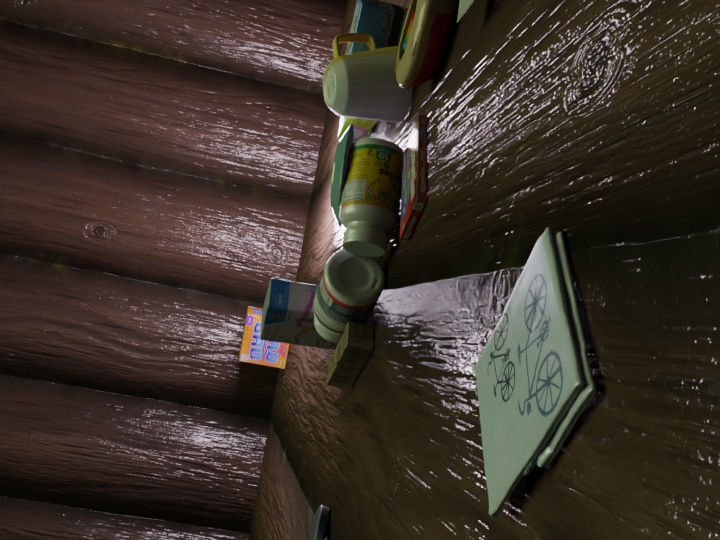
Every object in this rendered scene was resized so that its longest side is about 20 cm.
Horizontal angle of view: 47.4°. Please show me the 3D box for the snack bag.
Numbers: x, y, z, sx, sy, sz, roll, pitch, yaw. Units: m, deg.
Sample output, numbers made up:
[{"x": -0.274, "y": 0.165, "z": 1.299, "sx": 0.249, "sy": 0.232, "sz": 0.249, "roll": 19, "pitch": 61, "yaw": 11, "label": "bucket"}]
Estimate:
[{"x": 0.146, "y": 0.095, "z": 0.726, "sx": 0.190, "sy": 0.021, "sz": 0.202, "roll": -88, "pitch": 13, "yaw": -49, "label": "snack bag"}]

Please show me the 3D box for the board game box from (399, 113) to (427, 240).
[{"x": 0.092, "y": -0.162, "z": 1.407, "sx": 0.103, "sy": 0.019, "sz": 0.202, "roll": 113, "pitch": 165, "yaw": -51, "label": "board game box"}]

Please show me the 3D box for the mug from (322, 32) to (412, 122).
[{"x": 0.001, "y": -0.380, "z": 1.660, "sx": 0.187, "sy": 0.151, "sz": 0.151, "roll": -124, "pitch": 33, "yaw": -51, "label": "mug"}]

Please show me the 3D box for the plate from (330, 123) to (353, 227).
[{"x": -0.038, "y": -0.187, "z": 1.611, "sx": 0.200, "sy": 0.025, "sz": 0.204, "roll": 8, "pitch": -90, "yaw": -88, "label": "plate"}]

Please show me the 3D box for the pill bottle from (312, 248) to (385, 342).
[{"x": -0.030, "y": 0.056, "z": 1.604, "sx": 0.201, "sy": 0.118, "sz": 0.121, "roll": 114, "pitch": 164, "yaw": -57, "label": "pill bottle"}]

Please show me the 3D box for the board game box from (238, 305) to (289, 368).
[{"x": -0.402, "y": 0.282, "z": 3.484, "sx": 0.200, "sy": 0.197, "sz": 0.203, "roll": -134, "pitch": 55, "yaw": -80, "label": "board game box"}]

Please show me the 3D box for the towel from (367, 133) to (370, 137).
[{"x": 0.004, "y": -0.384, "z": 2.222, "sx": 0.200, "sy": 0.030, "sz": 0.152, "roll": 151, "pitch": 130, "yaw": -79, "label": "towel"}]

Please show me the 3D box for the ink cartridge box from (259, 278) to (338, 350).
[{"x": -0.127, "y": 0.105, "z": 1.923, "sx": 0.145, "sy": 0.197, "sz": 0.086, "roll": 111, "pitch": 163, "yaw": -51, "label": "ink cartridge box"}]

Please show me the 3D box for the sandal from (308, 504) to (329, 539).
[{"x": -0.081, "y": 0.551, "z": 1.611, "sx": 0.201, "sy": 0.042, "sz": 0.077, "roll": -75, "pitch": 9, "yaw": -51, "label": "sandal"}]

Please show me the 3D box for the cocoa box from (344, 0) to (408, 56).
[{"x": 0.036, "y": -0.479, "z": 1.793, "sx": 0.134, "sy": 0.129, "sz": 0.203, "roll": -99, "pitch": 21, "yaw": -66, "label": "cocoa box"}]

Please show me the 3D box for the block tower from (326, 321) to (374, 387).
[{"x": -0.020, "y": 0.167, "z": 1.615, "sx": 0.201, "sy": 0.053, "sz": 0.059, "roll": 116, "pitch": 162, "yaw": -58, "label": "block tower"}]

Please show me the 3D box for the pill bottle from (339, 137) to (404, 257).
[{"x": 0.020, "y": -0.134, "z": 1.533, "sx": 0.113, "sy": 0.111, "sz": 0.203, "roll": 125, "pitch": 155, "yaw": -70, "label": "pill bottle"}]

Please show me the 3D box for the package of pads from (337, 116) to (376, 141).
[{"x": 0.008, "y": -0.419, "z": 2.027, "sx": 0.200, "sy": 0.067, "sz": 0.157, "roll": 134, "pitch": 147, "yaw": -58, "label": "package of pads"}]

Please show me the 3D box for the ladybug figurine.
[{"x": 0.112, "y": -0.401, "z": 1.395, "sx": 0.137, "sy": 0.071, "sz": 0.202, "roll": -91, "pitch": 15, "yaw": -51, "label": "ladybug figurine"}]

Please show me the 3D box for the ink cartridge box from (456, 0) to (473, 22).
[{"x": 0.183, "y": -0.455, "z": 1.103, "sx": 0.161, "sy": 0.049, "sz": 0.204, "roll": 151, "pitch": 126, "yaw": -79, "label": "ink cartridge box"}]
